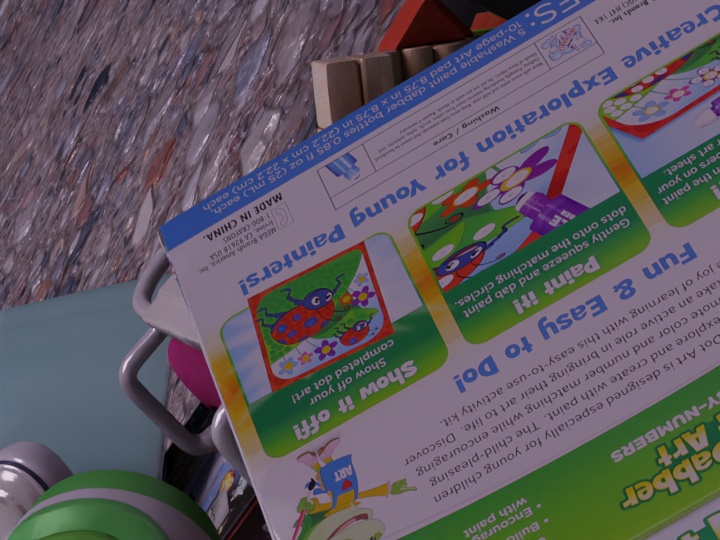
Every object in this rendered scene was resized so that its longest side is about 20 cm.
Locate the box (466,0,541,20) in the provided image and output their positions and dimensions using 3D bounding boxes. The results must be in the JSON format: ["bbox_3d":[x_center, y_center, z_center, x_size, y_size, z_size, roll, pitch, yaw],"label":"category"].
[{"bbox_3d":[0.062,-0.180,0.792,0.149,0.199,0.125,-64,-1,-54],"label":"box"}]

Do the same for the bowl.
[{"bbox_3d":[-0.153,0.095,1.128,0.201,0.104,0.202,-173,90,-83],"label":"bowl"}]

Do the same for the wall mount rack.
[{"bbox_3d":[0.000,0.000,0.792,0.174,0.075,0.200,-48,20,-10],"label":"wall mount rack"}]

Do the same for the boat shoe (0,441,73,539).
[{"bbox_3d":[-0.195,0.165,1.029,0.086,0.075,0.202,-34,-17,-51],"label":"boat shoe"}]

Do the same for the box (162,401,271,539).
[{"bbox_3d":[-0.034,0.070,1.045,0.200,0.040,0.137,-54,20,27],"label":"box"}]

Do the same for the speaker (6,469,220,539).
[{"bbox_3d":[-0.096,0.156,0.722,0.089,0.088,0.200,-51,16,33],"label":"speaker"}]

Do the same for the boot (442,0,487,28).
[{"bbox_3d":[0.055,-0.084,0.967,0.154,0.073,0.204,-63,17,12],"label":"boot"}]

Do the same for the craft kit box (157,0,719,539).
[{"bbox_3d":[0.058,0.010,0.616,0.199,0.049,0.198,-30,41,5],"label":"craft kit box"}]

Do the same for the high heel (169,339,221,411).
[{"bbox_3d":[-0.029,0.080,0.898,0.200,0.067,0.097,15,96,59],"label":"high heel"}]

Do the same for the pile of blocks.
[{"bbox_3d":[0.044,-0.069,0.790,0.200,0.082,0.063,-28,-67,-66],"label":"pile of blocks"}]
